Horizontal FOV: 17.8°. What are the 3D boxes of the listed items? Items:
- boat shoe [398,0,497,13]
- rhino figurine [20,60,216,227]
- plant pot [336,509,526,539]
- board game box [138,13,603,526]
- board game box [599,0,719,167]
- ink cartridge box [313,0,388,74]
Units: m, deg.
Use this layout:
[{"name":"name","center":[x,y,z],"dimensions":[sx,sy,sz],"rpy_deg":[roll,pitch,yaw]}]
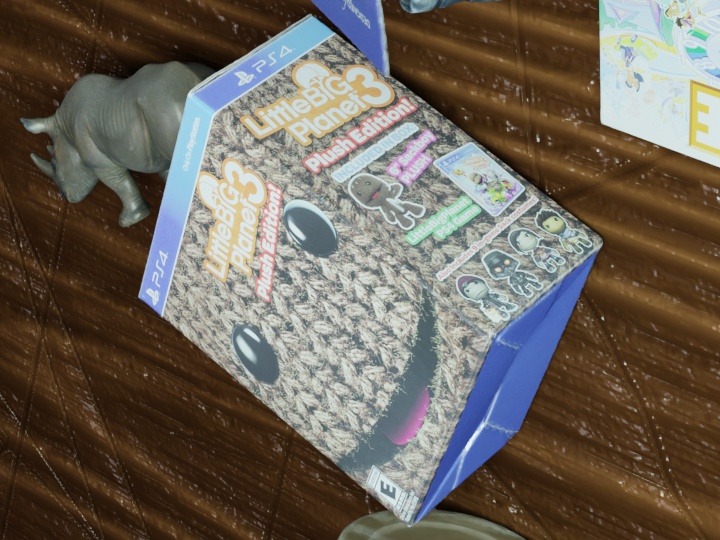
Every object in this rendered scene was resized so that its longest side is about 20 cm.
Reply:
[{"name":"boat shoe","center":[0.044,-0.210,0.971],"dimensions":[0.071,0.090,0.201],"rpy_deg":[-149,48,-72]},{"name":"rhino figurine","center":[-0.134,-0.076,1.334],"dimensions":[0.199,0.060,0.088],"rpy_deg":[-4,117,49]},{"name":"plant pot","center":[0.033,0.232,1.257],"dimensions":[0.199,0.199,0.175],"rpy_deg":[24,114,40]},{"name":"board game box","center":[0.000,0.000,1.174],"dimensions":[0.200,0.097,0.160],"rpy_deg":[39,139,18]},{"name":"board game box","center":[0.185,-0.098,0.951],"dimensions":[0.199,0.034,0.135],"rpy_deg":[24,131,40]},{"name":"ink cartridge box","center":[-0.047,-0.217,1.082],"dimensions":[0.198,0.047,0.201],"rpy_deg":[-130,32,-52]}]
